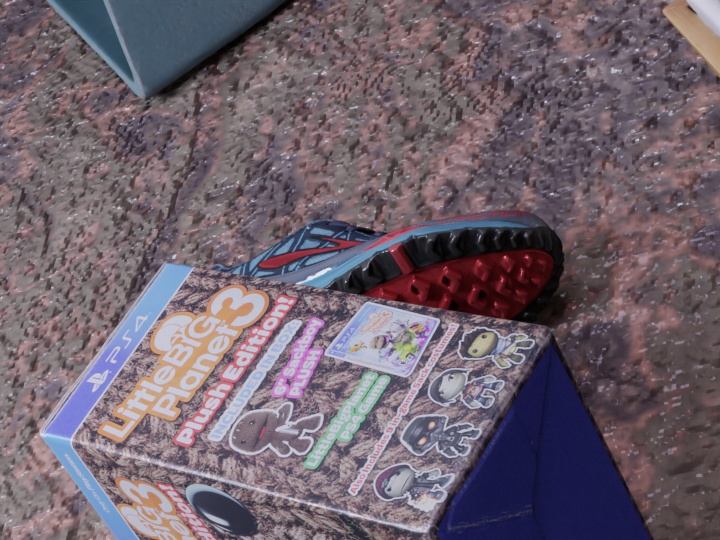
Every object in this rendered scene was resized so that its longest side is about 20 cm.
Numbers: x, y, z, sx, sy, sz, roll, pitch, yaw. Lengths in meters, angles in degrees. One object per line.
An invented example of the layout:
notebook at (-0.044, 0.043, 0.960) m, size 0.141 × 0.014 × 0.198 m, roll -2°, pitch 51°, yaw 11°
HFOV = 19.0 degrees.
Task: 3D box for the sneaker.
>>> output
sneaker at (0.000, 0.000, 1.034) m, size 0.199 × 0.080 × 0.096 m, roll -17°, pitch 38°, yaw 15°

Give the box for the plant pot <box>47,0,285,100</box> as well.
plant pot at (-0.111, -0.261, 1.307) m, size 0.199 × 0.197 × 0.196 m, roll -29°, pitch 37°, yaw -13°

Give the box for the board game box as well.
board game box at (0.000, 0.096, 0.863) m, size 0.199 × 0.160 × 0.097 m, roll 9°, pitch 52°, yaw 39°

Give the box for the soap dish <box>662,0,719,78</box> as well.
soap dish at (0.242, -0.108, 0.977) m, size 0.157 × 0.082 × 0.200 m, roll -27°, pitch 27°, yaw 2°
